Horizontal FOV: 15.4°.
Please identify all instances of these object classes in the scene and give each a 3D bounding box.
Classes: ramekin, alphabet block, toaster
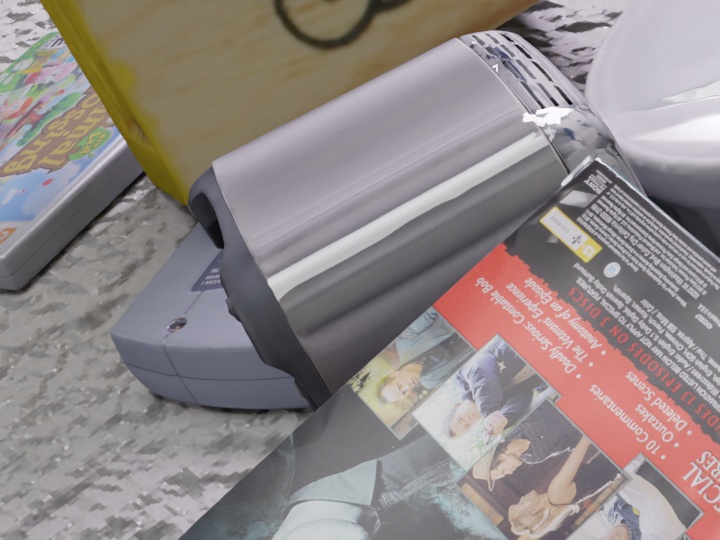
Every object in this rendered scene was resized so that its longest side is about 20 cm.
[{"bbox_3d":[0.182,-0.058,0.899,0.202,0.094,0.203,-23,26,12],"label":"ramekin"},{"bbox_3d":[-0.047,-0.161,1.174,0.200,0.196,0.196,-33,8,-6],"label":"alphabet block"},{"bbox_3d":[0.026,-0.001,0.870,0.129,0.114,0.200,-31,18,0],"label":"toaster"}]

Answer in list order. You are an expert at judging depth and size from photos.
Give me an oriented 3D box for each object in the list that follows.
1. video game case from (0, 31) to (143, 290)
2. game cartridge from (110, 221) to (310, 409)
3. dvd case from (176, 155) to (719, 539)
[{"bbox_3d":[-0.165,-0.061,1.352,0.182,0.022,0.200,2,40,47],"label":"video game case"},{"bbox_3d":[0.000,0.000,1.053,0.199,0.041,0.133,-6,31,40],"label":"game cartridge"},{"bbox_3d":[0.035,0.073,0.727,0.200,0.022,0.146,-42,46,-4],"label":"dvd case"}]
